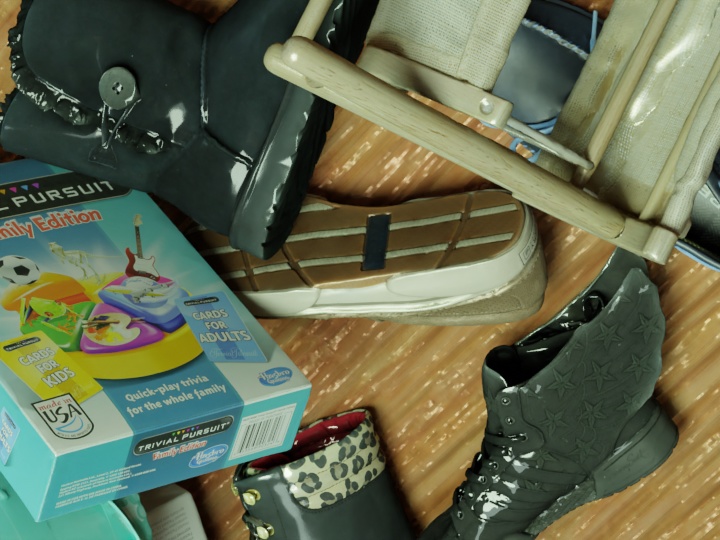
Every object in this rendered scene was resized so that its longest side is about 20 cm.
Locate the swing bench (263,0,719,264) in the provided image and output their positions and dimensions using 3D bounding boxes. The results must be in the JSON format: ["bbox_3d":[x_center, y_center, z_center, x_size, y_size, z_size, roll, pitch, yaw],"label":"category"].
[{"bbox_3d":[0.090,-0.136,1.152,0.199,0.130,0.200,27,91,-7],"label":"swing bench"}]

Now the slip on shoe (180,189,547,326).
[{"bbox_3d":[0.000,0.000,1.318,0.199,0.076,0.061,-6,139,18],"label":"slip on shoe"}]

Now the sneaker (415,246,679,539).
[{"bbox_3d":[0.085,0.081,1.328,0.199,0.060,0.104,-33,113,11],"label":"sneaker"}]

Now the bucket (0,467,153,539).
[{"bbox_3d":[-0.207,0.159,1.269,0.206,0.135,0.209,10,108,32],"label":"bucket"}]

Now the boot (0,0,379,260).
[{"bbox_3d":[-0.087,-0.122,1.273,0.167,0.076,0.201,25,109,10],"label":"boot"}]

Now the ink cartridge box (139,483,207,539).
[{"bbox_3d":[-0.128,0.226,1.422,0.067,0.116,0.201,18,129,55],"label":"ink cartridge box"}]

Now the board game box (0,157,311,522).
[{"bbox_3d":[-0.142,0.024,1.263,0.200,0.150,0.047,47,134,32],"label":"board game box"}]

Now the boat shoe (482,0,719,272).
[{"bbox_3d":[0.126,-0.071,1.247,0.199,0.069,0.084,29,119,0],"label":"boat shoe"}]

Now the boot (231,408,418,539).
[{"bbox_3d":[-0.050,0.180,1.379,0.203,0.073,0.155,-26,106,-12],"label":"boot"}]
